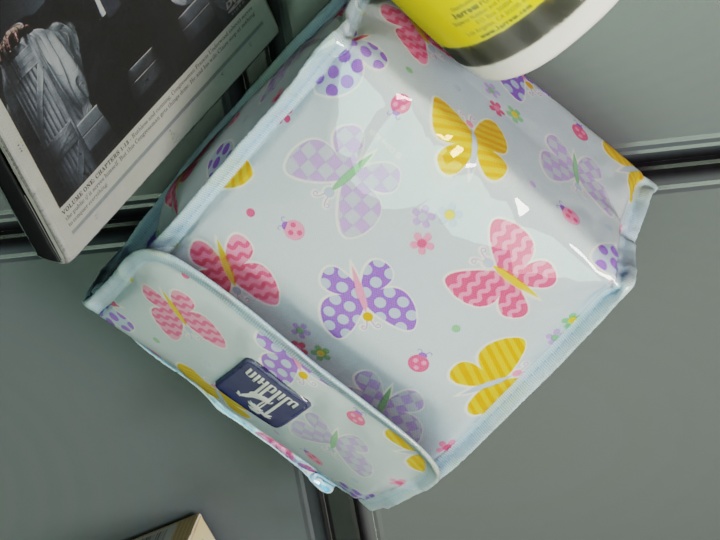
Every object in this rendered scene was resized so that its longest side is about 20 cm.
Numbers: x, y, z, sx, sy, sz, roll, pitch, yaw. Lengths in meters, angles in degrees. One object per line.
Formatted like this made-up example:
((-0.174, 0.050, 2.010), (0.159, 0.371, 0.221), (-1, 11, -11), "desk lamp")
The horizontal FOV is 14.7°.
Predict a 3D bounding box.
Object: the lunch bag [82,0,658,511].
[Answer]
((0.000, 0.000, 1.185), (0.169, 0.127, 0.200), (40, 120, -10), "lunch bag")

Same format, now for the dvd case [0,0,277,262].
((-0.116, -0.126, 1.101), (0.025, 0.150, 0.200), (15, 143, 38), "dvd case")

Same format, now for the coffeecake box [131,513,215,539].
((-0.101, 0.239, 1.333), (0.153, 0.073, 0.201), (-22, 109, 17), "coffeecake box")

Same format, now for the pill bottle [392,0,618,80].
((0.017, -0.178, 1.088), (0.114, 0.114, 0.200), (-39, 114, 22), "pill bottle")
